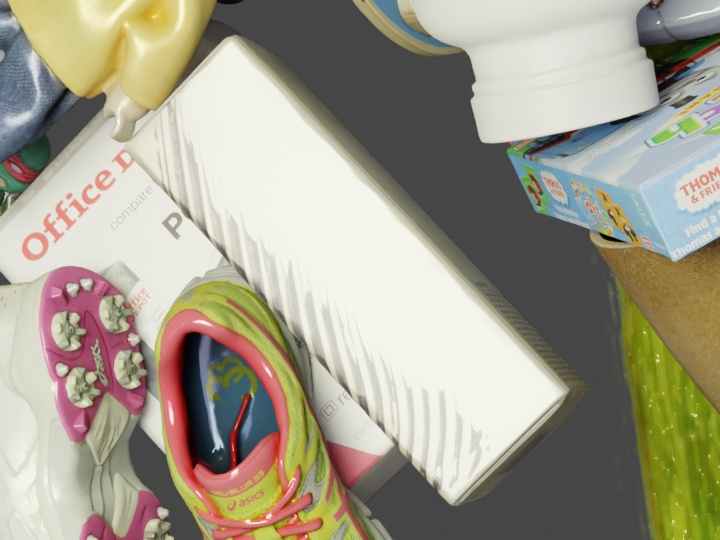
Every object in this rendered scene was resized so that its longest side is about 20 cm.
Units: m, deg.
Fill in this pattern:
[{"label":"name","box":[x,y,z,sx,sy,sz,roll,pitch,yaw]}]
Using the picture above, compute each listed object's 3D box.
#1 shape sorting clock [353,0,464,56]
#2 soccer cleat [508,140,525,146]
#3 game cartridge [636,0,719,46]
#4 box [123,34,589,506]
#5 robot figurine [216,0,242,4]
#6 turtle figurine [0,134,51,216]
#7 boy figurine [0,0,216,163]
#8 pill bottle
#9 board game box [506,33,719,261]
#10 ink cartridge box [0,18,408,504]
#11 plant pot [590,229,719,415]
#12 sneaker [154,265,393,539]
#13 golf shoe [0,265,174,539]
[{"label":"shape sorting clock","box":[0.023,-0.189,1.070,0.039,0.200,0.202,-2,89,32]},{"label":"soccer cleat","box":[0.124,-0.138,1.112,0.076,0.067,0.201,26,91,23]},{"label":"game cartridge","box":[0.161,-0.173,1.050,0.199,0.040,0.134,-22,73,17]},{"label":"box","box":[0.000,0.000,1.049,0.068,0.082,0.200,-45,79,7]},{"label":"robot figurine","box":[-0.076,-0.203,1.131,0.199,0.125,0.151,-33,106,10]},{"label":"turtle figurine","box":[-0.212,-0.037,1.172,0.199,0.100,0.151,-21,70,27]},{"label":"boy figurine","box":[-0.110,-0.118,1.056,0.200,0.064,0.125,-39,73,5]},{"label":"pill bottle","box":[0.062,-0.156,0.999,0.103,0.104,0.202,-10,97,12]},{"label":"board game box","box":[0.151,-0.064,1.020,0.151,0.200,0.037,-30,102,-6]},{"label":"ink cartridge box","box":[-0.048,0.009,1.142,0.146,0.085,0.200,-45,79,9]},{"label":"plant pot","box":[0.220,0.030,1.045,0.185,0.186,0.201,-27,99,11]},{"label":"sneaker","box":[-0.040,0.098,1.052,0.078,0.090,0.201,-24,87,9]},{"label":"golf shoe","box":[-0.133,0.102,1.099,0.091,0.075,0.202,-8,86,31]}]
